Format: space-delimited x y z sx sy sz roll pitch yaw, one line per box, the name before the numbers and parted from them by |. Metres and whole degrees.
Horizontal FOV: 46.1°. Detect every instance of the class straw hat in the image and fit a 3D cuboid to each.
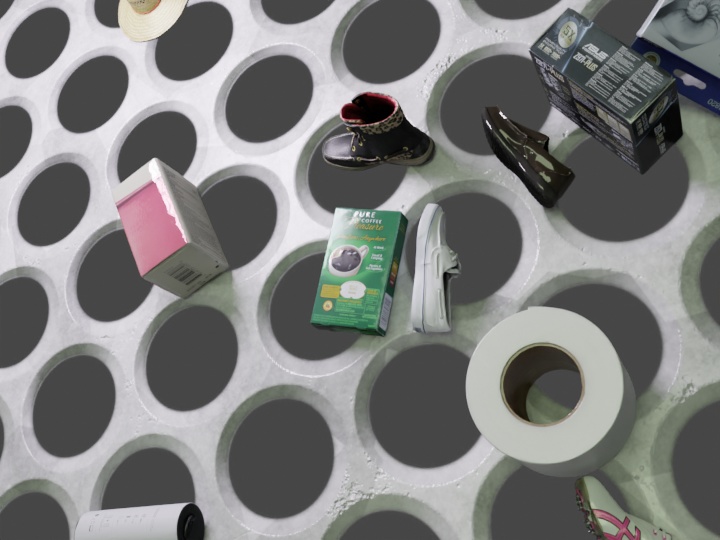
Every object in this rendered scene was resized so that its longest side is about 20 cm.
straw hat | -0.452 -0.586 1.758 0.200 0.085 0.202 -9 68 22

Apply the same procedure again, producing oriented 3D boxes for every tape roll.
tape roll | 0.254 0.164 1.120 0.202 0.139 0.204 -9 67 22

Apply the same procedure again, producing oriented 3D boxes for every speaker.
speaker | -0.348 0.414 1.336 0.199 0.081 0.082 -11 67 20

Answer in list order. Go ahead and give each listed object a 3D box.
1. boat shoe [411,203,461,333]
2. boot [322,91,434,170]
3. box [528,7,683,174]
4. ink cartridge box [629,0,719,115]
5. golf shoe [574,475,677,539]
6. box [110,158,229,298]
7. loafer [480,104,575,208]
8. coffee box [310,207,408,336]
boat shoe | 0.121 -0.003 1.291 0.065 0.074 0.201 2 82 20
boot | 0.006 -0.224 1.372 0.199 0.151 0.074 5 73 26
box | 0.354 -0.257 1.218 0.086 0.164 0.200 -45 59 4
ink cartridge box | 0.486 -0.312 1.136 0.199 0.200 0.041 28 40 2
golf shoe | 0.344 0.340 1.056 0.092 0.073 0.201 -31 71 2
box | -0.335 -0.073 1.486 0.109 0.128 0.201 -34 60 10
loafer | 0.256 -0.183 1.297 0.071 0.073 0.200 -33 66 -1
coffee box | 0.000 0.000 1.353 0.122 0.044 0.201 3 73 25
